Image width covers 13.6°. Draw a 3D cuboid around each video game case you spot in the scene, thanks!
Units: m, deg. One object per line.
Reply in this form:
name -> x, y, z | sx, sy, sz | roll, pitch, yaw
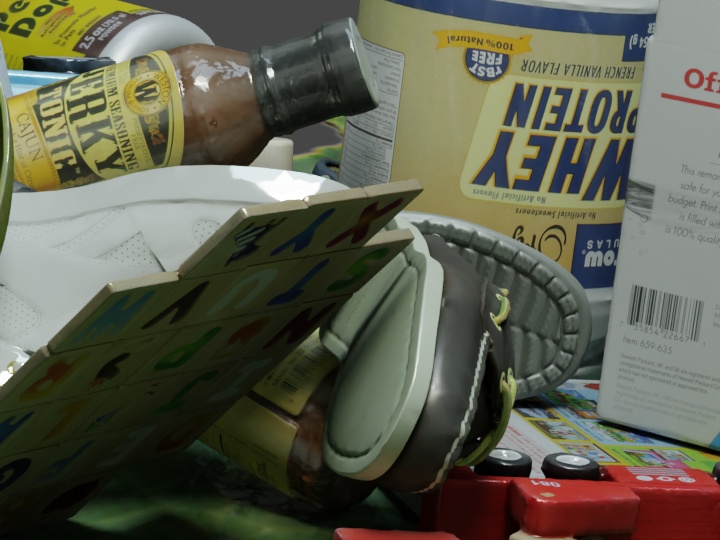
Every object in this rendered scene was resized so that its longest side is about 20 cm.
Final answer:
video game case -> 0.092, 0.078, 1.210 | 0.181, 0.023, 0.200 | 3, 12, -19

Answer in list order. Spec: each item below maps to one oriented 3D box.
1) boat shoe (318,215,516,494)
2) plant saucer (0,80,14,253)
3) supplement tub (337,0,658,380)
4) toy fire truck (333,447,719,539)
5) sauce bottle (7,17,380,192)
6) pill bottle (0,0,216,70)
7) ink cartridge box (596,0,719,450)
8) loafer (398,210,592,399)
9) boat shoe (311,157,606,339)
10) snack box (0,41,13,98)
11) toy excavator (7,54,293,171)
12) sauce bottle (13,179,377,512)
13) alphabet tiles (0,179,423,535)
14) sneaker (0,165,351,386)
boat shoe -> 0.026, 0.033, 1.041 | 0.060, 0.072, 0.201 | 31, 13, -10
plant saucer -> -0.197, -0.004, 1.088 | 0.199, 0.201, 0.031 | 19, -15, 43
supplement tub -> 0.062, -0.049, 1.348 | 0.143, 0.201, 0.144 | 7, 12, -1
toy fire truck -> 0.078, 0.103, 1.018 | 0.199, 0.049, 0.141 | 4, 12, -13
sauce bottle -> -0.092, -0.060, 1.282 | 0.199, 0.065, 0.065 | -19, 11, 6
pill bottle -> -0.176, -0.105, 1.683 | 0.199, 0.110, 0.109 | 17, 15, 38
ink cartridge box -> 0.171, -0.028, 1.216 | 0.115, 0.201, 0.067 | 14, 13, 31
loafer -> 0.000, 0.000, 1.260 | 0.199, 0.076, 0.070 | 15, 12, -1
boat shoe -> 0.054, -0.010, 1.492 | 0.199, 0.062, 0.075 | 17, 14, 37
snack box -> -0.265, -0.072, 1.313 | 0.199, 0.068, 0.169 | -15, -7, 5
toy excavator -> -0.135, -0.049, 1.418 | 0.193, 0.101, 0.200 | 4, 6, -7
sauce bottle -> -0.072, 0.022, 1.173 | 0.199, 0.066, 0.066 | 32, 22, 26
alphabet tiles -> -0.070, 0.035, 1.000 | 0.166, 0.200, 0.006 | -11, 64, -56
sneaker -> -0.093, 0.029, 1.086 | 0.199, 0.116, 0.074 | -6, -34, 12
